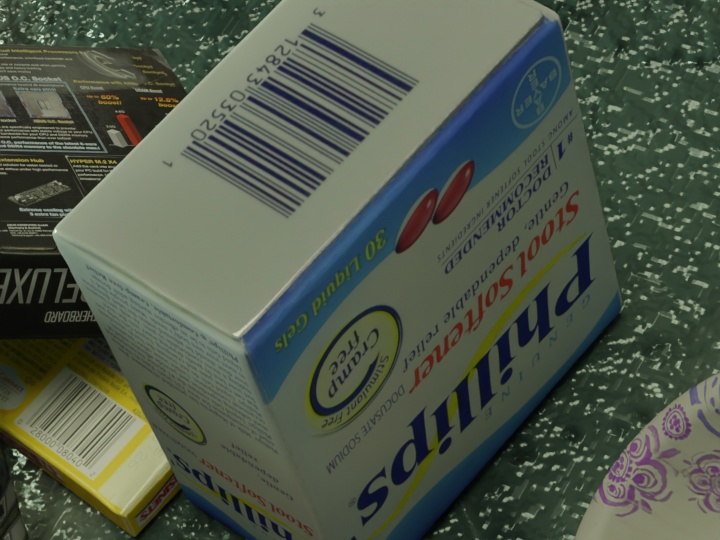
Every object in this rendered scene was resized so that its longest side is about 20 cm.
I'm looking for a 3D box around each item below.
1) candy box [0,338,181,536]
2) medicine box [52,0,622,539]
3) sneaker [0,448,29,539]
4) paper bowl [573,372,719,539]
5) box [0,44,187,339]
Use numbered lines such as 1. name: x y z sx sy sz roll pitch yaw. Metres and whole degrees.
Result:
1. candy box: -0.137 0.026 1.199 0.200 0.026 0.102 33 66 29
2. medicine box: 0.000 0.000 1.078 0.103 0.200 0.182 31 68 31
3. sneaker: -0.162 0.117 1.095 0.074 0.081 0.200 -20 64 -13
4. paper bowl: 0.170 0.137 0.973 0.201 0.104 0.201 -25 55 42
5. box: -0.153 -0.036 1.156 0.200 0.050 0.158 -1 37 -29
